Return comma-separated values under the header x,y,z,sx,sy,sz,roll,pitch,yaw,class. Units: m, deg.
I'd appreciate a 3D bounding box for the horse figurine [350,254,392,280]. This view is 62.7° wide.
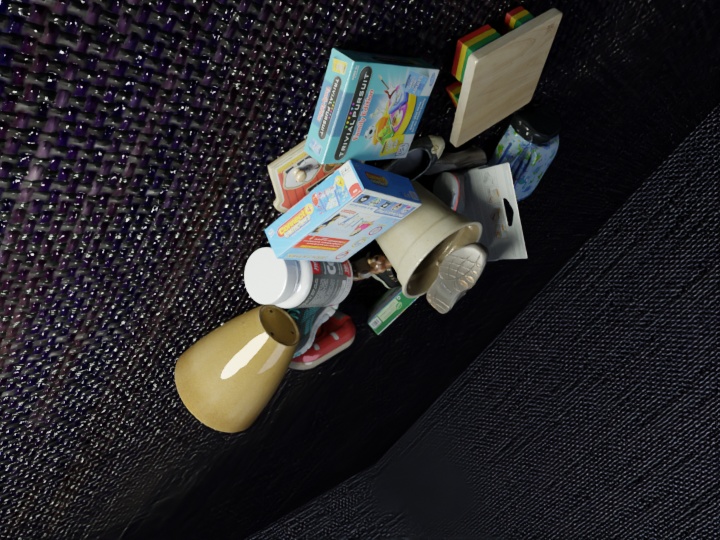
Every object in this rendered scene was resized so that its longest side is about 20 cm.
x,y,z,sx,sy,sz,roll,pitch,yaw,class
0.000,0.000,1.263,0.198,0.051,0.132,-18,178,35,horse figurine

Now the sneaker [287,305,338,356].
x,y,z,sx,sy,sz,roll,pitch,yaw,class
-0.125,0.095,1.198,0.077,0.092,0.201,-10,-148,36,sneaker

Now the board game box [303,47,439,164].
x,y,z,sx,sy,sz,roll,pitch,yaw,class
0.020,-0.243,0.888,0.199,0.047,0.152,-16,136,-46,board game box

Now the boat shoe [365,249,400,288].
x,y,z,sx,sy,sz,roll,pitch,yaw,class
0.077,-0.003,1.391,0.062,0.075,0.201,-8,165,21,boat shoe

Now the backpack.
x,y,z,sx,sy,sz,roll,pitch,yaw,class
0.365,-0.258,1.349,0.162,0.155,0.200,-27,167,-44,backpack

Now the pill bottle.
x,y,z,sx,sy,sz,roll,pitch,yaw,class
-0.110,0.011,1.081,0.114,0.114,0.199,-49,156,20,pill bottle

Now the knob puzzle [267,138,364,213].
x,y,z,sx,sy,sz,roll,pitch,yaw,class
-0.056,-0.153,0.981,0.218,0.031,0.221,-35,156,-17,knob puzzle

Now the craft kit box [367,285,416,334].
x,y,z,sx,sy,sz,roll,pitch,yaw,class
0.101,0.063,1.501,0.200,0.049,0.198,-43,-174,5,craft kit box

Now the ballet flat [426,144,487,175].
x,y,z,sx,sy,sz,roll,pitch,yaw,class
0.190,-0.232,1.221,0.198,0.047,0.067,-15,180,-37,ballet flat

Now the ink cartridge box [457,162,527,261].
x,y,z,sx,sy,sz,roll,pitch,yaw,class
0.279,-0.122,1.257,0.043,0.203,0.173,-19,-170,-35,ink cartridge box

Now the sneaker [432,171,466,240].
x,y,z,sx,sy,sz,roll,pitch,yaw,class
0.194,-0.113,1.259,0.081,0.077,0.203,-20,129,-42,sneaker

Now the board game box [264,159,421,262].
x,y,z,sx,sy,sz,roll,pitch,yaw,class
-0.025,-0.090,0.989,0.195,0.056,0.199,-35,162,26,board game box

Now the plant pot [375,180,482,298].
x,y,z,sx,sy,sz,roll,pitch,yaw,class
0.106,-0.081,1.168,0.199,0.184,0.201,-34,156,-17,plant pot

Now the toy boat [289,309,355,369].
x,y,z,sx,sy,sz,roll,pitch,yaw,class
-0.111,0.127,1.316,0.199,0.130,0.132,-27,124,-31,toy boat

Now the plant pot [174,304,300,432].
x,y,z,sx,sy,sz,roll,pitch,yaw,class
-0.203,0.159,1.072,0.200,0.188,0.185,-43,158,25,plant pot

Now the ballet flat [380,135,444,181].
x,y,z,sx,sy,sz,roll,pitch,yaw,class
0.081,-0.182,1.093,0.199,0.057,0.067,-37,116,-9,ballet flat

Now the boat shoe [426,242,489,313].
x,y,z,sx,sy,sz,roll,pitch,yaw,class
0.194,0.004,1.148,0.073,0.075,0.201,-36,167,-36,boat shoe

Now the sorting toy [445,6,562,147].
x,y,z,sx,sy,sz,roll,pitch,yaw,class
0.234,-0.349,1.041,0.199,0.070,0.200,-34,156,-19,sorting toy
